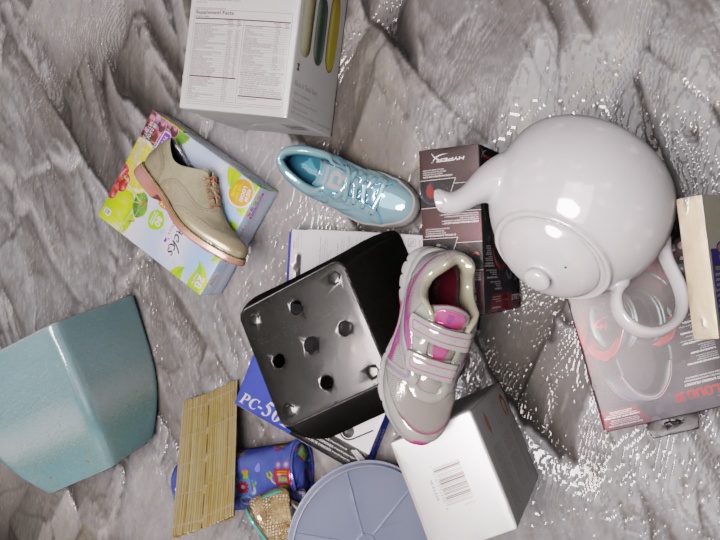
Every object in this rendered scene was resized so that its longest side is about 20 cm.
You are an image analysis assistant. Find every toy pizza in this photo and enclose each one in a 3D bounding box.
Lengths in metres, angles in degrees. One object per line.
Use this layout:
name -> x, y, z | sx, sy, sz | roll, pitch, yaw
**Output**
toy pizza -> 0.002, 0.335, 0.972 | 0.196, 0.032, 0.205 | 0, 91, -19

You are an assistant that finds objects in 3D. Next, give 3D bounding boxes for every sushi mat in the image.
sushi mat -> -0.202, 0.244, 1.030 | 0.094, 0.012, 0.203 | -20, 47, 16

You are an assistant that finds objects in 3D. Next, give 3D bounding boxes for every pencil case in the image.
pencil case -> -0.153, 0.281, 1.044 | 0.196, 0.078, 0.089 | -13, 98, 19

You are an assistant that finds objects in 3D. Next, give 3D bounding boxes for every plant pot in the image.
plant pot -> -0.392, 0.178, 1.075 | 0.193, 0.196, 0.203 | -25, 92, 17
plant pot -> -0.025, 0.080, 0.903 | 0.197, 0.177, 0.203 | -25, 82, 14

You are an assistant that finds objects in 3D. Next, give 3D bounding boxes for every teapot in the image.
teapot -> 0.206, -0.039, 0.770 | 0.198, 0.198, 0.147 | 6, 52, 44

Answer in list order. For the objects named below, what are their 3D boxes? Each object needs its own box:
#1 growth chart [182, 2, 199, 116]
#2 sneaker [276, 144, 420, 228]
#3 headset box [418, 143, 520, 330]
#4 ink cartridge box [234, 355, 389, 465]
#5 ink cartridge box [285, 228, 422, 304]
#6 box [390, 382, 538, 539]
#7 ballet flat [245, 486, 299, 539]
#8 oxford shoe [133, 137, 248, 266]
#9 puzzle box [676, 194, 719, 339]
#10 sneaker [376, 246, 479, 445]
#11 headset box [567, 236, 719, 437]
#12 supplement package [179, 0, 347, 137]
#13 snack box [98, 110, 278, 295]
growth chart -> -0.208, -0.315, 1.031 | 0.017, 0.145, 0.205 | 8, 88, -3
sneaker -> -0.023, -0.105, 0.992 | 0.197, 0.082, 0.075 | 20, 98, 18
headset box -> 0.129, -0.032, 0.902 | 0.074, 0.148, 0.205 | -3, 90, 26
ink cartridge box -> -0.061, 0.174, 1.027 | 0.197, 0.044, 0.096 | 25, 97, 18
ink cartridge box -> 0.000, 0.000, 1.009 | 0.196, 0.039, 0.102 | 5, 92, 18
box -> 0.123, 0.215, 0.880 | 0.096, 0.199, 0.127 | -25, 82, 18
ballet flat -> -0.072, 0.348, 0.989 | 0.065, 0.071, 0.202 | -32, 122, -8
oxford shoe -> -0.206, -0.088, 0.995 | 0.200, 0.071, 0.074 | 44, 99, 12
puzzle box -> 0.373, -0.009, 0.795 | 0.025, 0.198, 0.136 | -7, 88, 41
sneaker -> 0.069, 0.067, 0.767 | 0.080, 0.088, 0.205 | 9, 78, -13
headset box -> 0.320, 0.079, 0.868 | 0.146, 0.075, 0.204 | -16, 85, 18
supplement package -> -0.116, -0.286, 0.987 | 0.148, 0.151, 0.205 | 8, 93, 18
snack box -> -0.238, -0.092, 1.077 | 0.198, 0.068, 0.171 | 34, 100, 14
